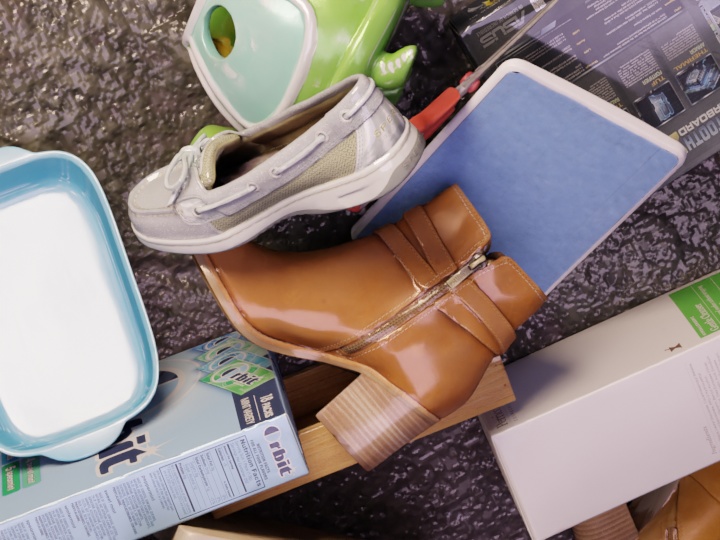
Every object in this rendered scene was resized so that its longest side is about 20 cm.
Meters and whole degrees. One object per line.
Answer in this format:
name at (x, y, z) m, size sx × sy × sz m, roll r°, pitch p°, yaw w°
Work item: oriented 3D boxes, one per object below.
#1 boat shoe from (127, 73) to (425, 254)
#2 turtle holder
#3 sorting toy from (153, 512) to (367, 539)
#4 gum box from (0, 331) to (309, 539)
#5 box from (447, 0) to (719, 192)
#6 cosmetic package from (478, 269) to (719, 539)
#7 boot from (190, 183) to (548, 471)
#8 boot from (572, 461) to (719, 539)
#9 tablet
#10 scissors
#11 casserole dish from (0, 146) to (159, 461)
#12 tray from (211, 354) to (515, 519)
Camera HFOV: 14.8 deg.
boat shoe at (-0.057, -0.062, 1.573) m, size 0.201 × 0.075 × 0.065 m, roll -12°, pitch 126°, yaw 38°
turtle holder at (-0.036, -0.131, 1.655) m, size 0.131 × 0.186 × 0.142 m, roll 26°, pitch 60°, yaw -1°
sorting toy at (-0.033, 0.201, 1.705) m, size 0.197 × 0.200 × 0.070 m, roll 13°, pitch 89°, yaw -11°
gum box at (-0.138, 0.110, 1.684) m, size 0.199 × 0.170 × 0.045 m, roll -20°, pitch 109°, yaw 0°
box at (0.177, -0.140, 1.711) m, size 0.199 × 0.051 × 0.158 m, roll -33°, pitch 108°, yaw 3°
cosmetic package at (0.177, 0.082, 1.752) m, size 0.199 × 0.108 × 0.085 m, roll -23°, pitch 109°, yaw -1°
boot at (0.000, 0.000, 1.650) m, size 0.155 × 0.077 × 0.200 m, roll -43°, pitch 86°, yaw 2°
boot at (0.239, 0.169, 1.814) m, size 0.200 × 0.071 × 0.145 m, roll -24°, pitch 115°, yaw 4°
tablet at (0.093, -0.046, 1.690) m, size 0.129 × 0.014 × 0.200 m, roll 26°, pitch 137°, yaw -17°
scissors at (0.058, -0.104, 1.620) m, size 0.014 × 0.073 × 0.200 m, roll 44°, pitch 81°, yaw 7°
casserole dish at (-0.192, 0.023, 1.679) m, size 0.120 × 0.039 × 0.201 m, roll -21°, pitch 75°, yaw 0°
tray at (-0.008, 0.087, 1.732) m, size 0.199 × 0.099 × 0.037 m, roll -21°, pitch 110°, yaw -1°
